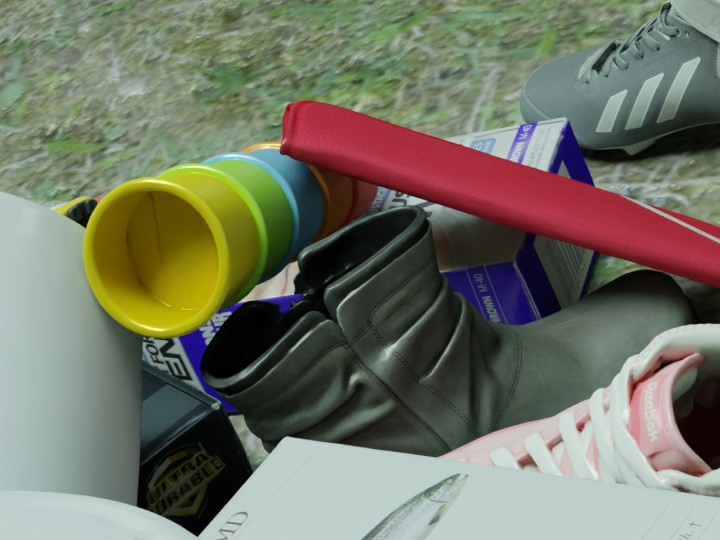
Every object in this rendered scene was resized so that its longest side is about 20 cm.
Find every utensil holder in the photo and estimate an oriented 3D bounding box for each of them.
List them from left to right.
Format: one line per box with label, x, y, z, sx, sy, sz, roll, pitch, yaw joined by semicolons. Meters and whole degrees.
utensil holder;-0.163;0.092;0.921;0.169;0.170;0.201;-14;52;17

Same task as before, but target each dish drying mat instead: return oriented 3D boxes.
dish drying mat;0.064;-0.031;1.018;0.199;0.018;0.077;18;14;-5

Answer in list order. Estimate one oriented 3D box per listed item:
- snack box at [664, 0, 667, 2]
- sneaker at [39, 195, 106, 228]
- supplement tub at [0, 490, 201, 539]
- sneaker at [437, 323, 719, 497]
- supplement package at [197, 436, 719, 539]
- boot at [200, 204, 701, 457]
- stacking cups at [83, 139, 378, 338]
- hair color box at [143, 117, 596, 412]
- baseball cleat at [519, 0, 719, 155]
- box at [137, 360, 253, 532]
snack box;0.198;-0.169;1.166;0.053;0.143;0.200;-32;30;-16
sneaker;-0.196;0.031;1.212;0.082;0.078;0.200;4;30;46
supplement tub;-0.106;0.176;0.754;0.121;0.202;0.123;6;10;-1
sneaker;0.082;0.070;0.890;0.199;0.105;0.076;-16;64;11
supplement package;0.037;0.142;0.808;0.199;0.118;0.117;4;40;41
boot;0.042;0.027;0.975;0.199;0.131;0.068;-35;32;-19
stacking cups;-0.038;-0.022;1.001;0.060;0.061;0.200;-9;7;24
hair color box;0.000;0.000;1.121;0.199;0.065;0.110;-10;33;26
baseball cleat;0.146;-0.106;1.140;0.199;0.107;0.070;0;42;39
box;-0.166;0.109;1.080;0.200;0.046;0.159;-38;33;-22
